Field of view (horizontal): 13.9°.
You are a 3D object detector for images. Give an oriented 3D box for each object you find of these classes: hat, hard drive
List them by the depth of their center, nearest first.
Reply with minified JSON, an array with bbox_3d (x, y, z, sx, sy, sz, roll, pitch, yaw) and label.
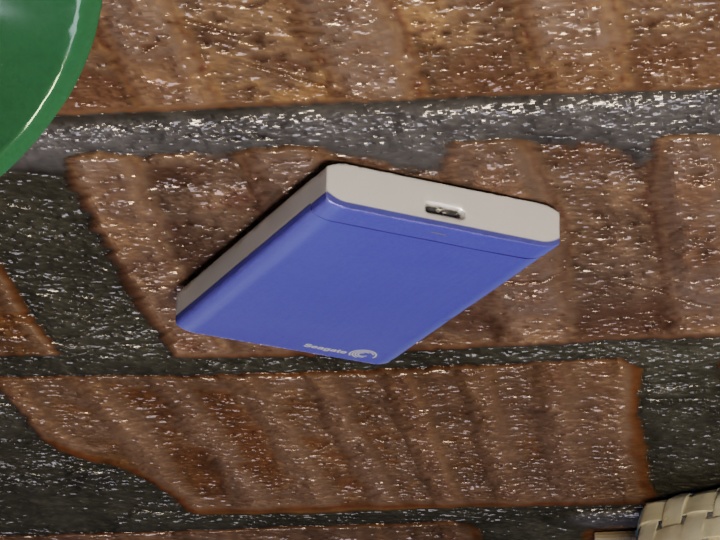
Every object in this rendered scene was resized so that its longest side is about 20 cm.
[{"bbox_3d":[-0.236,-0.123,1.231,0.200,0.176,0.166,-23,141,-49],"label":"hat"},{"bbox_3d":[0.000,0.000,1.559,0.132,0.025,0.200,10,157,-23],"label":"hard drive"}]

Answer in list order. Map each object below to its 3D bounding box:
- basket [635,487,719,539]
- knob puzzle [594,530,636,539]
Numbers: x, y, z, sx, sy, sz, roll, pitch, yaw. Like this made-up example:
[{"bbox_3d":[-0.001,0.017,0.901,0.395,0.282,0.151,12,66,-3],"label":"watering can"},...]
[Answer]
[{"bbox_3d":[0.261,0.245,1.972,0.139,0.177,0.200,-19,129,41],"label":"basket"},{"bbox_3d":[0.262,0.228,2.122,0.219,0.031,0.220,1,159,0],"label":"knob puzzle"}]
